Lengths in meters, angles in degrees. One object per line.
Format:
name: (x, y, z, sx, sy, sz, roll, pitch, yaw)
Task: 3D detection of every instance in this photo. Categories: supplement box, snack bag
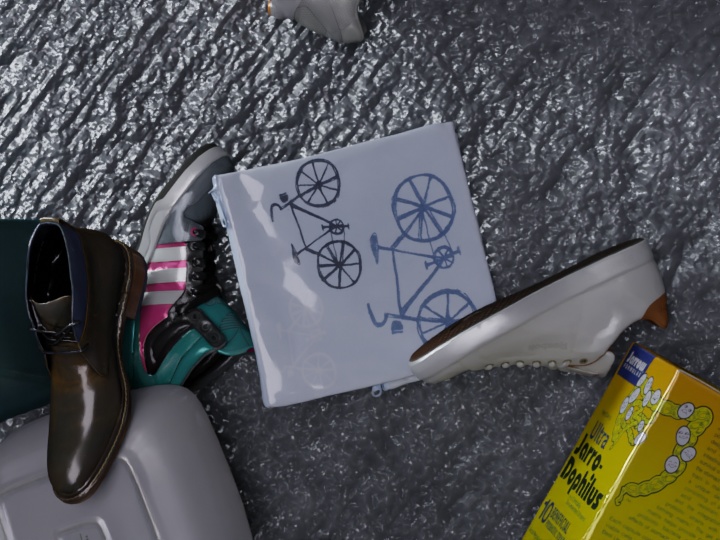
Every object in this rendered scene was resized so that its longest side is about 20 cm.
supplement box: (0.204, 0.170, 1.303, 0.109, 0.109, 0.201, 29, 92, -12)
snack bag: (0.000, 0.000, 1.384, 0.198, 0.021, 0.191, -13, 86, -9)

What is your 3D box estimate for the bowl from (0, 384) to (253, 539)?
bowl: (-0.189, 0.202, 1.382, 0.198, 0.075, 0.202, -17, 95, 24)

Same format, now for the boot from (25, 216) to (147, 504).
boot: (-0.215, 0.060, 1.322, 0.074, 0.097, 0.202, -7, 65, 28)

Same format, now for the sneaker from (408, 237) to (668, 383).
sneaker: (0.136, 0.053, 1.346, 0.198, 0.073, 0.085, -24, 95, -2)

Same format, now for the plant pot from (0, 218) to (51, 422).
plant pot: (-0.309, 0.041, 1.381, 0.140, 0.200, 0.143, -20, 83, 9)

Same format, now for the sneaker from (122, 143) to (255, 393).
sneaker: (-0.119, 0.015, 1.402, 0.120, 0.084, 0.201, 31, 101, 16)

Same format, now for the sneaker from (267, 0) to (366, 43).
sneaker: (0.011, -0.267, 1.407, 0.091, 0.076, 0.201, 29, 95, -3)
